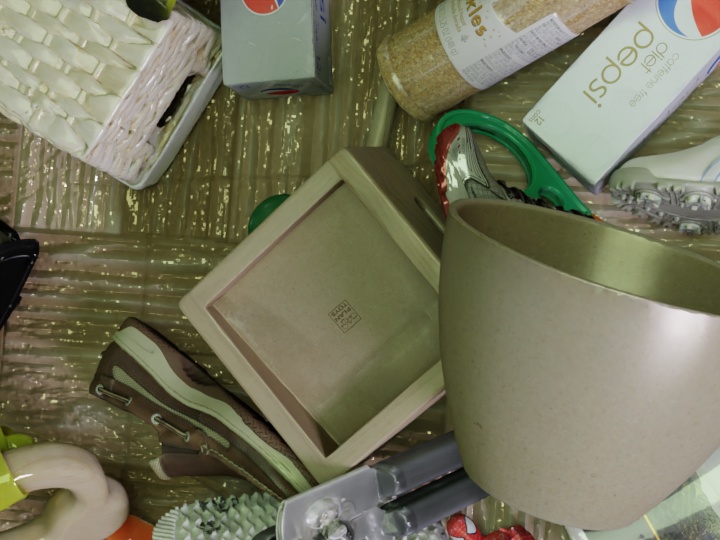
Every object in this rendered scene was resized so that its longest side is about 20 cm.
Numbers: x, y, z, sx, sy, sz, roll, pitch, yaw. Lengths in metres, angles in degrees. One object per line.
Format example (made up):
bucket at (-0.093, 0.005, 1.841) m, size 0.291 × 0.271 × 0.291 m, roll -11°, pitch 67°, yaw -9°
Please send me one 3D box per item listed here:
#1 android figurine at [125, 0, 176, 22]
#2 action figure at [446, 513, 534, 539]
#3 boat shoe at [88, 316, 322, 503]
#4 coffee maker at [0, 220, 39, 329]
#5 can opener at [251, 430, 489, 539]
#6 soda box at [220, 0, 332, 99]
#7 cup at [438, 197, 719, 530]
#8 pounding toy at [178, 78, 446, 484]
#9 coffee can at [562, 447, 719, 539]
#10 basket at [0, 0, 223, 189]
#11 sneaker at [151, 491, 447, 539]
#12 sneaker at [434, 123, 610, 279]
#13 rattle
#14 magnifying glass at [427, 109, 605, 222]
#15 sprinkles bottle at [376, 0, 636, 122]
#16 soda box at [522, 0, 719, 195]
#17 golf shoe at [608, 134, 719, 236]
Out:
android figurine at (-0.133, -0.260, 0.977) m, size 0.182 × 0.041 × 0.200 m, roll 16°, pitch 66°, yaw 4°
action figure at (0.130, 0.231, 0.965) m, size 0.200 × 0.099 × 0.065 m, roll 41°, pitch 93°, yaw 12°
boat shoe at (-0.109, 0.115, 1.012) m, size 0.202 × 0.075 × 0.075 m, roll 35°, pitch 85°, yaw 33°
coffee maker at (-0.360, -0.004, 1.047) m, size 0.200 × 0.135 × 0.192 m, roll 39°, pitch 94°, yaw 11°
can opener at (0.016, 0.145, 0.965) m, size 0.067 × 0.200 × 0.053 m, roll -7°, pitch 99°, yaw 51°
soda box at (-0.061, -0.225, 1.042) m, size 0.068 × 0.063 × 0.201 m, roll -4°, pitch 86°, yaw 11°
cup at (0.126, 0.058, 0.823) m, size 0.200 × 0.200 × 0.144 m, roll 18°, pitch 102°, yaw 11°
pounding toy at (0.000, 0.000, 0.996) m, size 0.184 × 0.142 × 0.200 m, roll -42°, pitch 82°, yaw 16°
coffee can at (0.227, 0.125, 0.927) m, size 0.200 × 0.146 × 0.147 m, roll -30°, pitch 82°, yaw 8°
basket at (-0.209, -0.165, 1.035) m, size 0.200 × 0.123 × 0.136 m, roll 34°, pitch 94°, yaw 10°
sneaker at (-0.042, 0.204, 1.014) m, size 0.200 × 0.070 × 0.100 m, roll -2°, pitch 124°, yaw -9°
sneaker at (0.116, -0.021, 0.944) m, size 0.082 × 0.078 × 0.200 m, roll -34°, pitch 116°, yaw 18°
rattle at (-0.226, 0.139, 1.014) m, size 0.143 × 0.200 × 0.130 m, roll 40°, pitch 103°, yaw 34°
magnifying glass at (0.133, -0.041, 1.001) m, size 0.200 × 0.080 × 0.022 m, roll 34°, pitch 133°, yaw 3°
sprinkles bottle at (0.107, -0.171, 0.976) m, size 0.200 × 0.068 × 0.068 m, roll -28°, pitch 82°, yaw 27°
soda box at (0.201, -0.147, 0.990) m, size 0.068 × 0.064 × 0.200 m, roll 43°, pitch 95°, yaw 10°
golf shoe at (0.263, -0.076, 0.979) m, size 0.199 × 0.078 × 0.097 m, roll 0°, pitch 73°, yaw 3°
